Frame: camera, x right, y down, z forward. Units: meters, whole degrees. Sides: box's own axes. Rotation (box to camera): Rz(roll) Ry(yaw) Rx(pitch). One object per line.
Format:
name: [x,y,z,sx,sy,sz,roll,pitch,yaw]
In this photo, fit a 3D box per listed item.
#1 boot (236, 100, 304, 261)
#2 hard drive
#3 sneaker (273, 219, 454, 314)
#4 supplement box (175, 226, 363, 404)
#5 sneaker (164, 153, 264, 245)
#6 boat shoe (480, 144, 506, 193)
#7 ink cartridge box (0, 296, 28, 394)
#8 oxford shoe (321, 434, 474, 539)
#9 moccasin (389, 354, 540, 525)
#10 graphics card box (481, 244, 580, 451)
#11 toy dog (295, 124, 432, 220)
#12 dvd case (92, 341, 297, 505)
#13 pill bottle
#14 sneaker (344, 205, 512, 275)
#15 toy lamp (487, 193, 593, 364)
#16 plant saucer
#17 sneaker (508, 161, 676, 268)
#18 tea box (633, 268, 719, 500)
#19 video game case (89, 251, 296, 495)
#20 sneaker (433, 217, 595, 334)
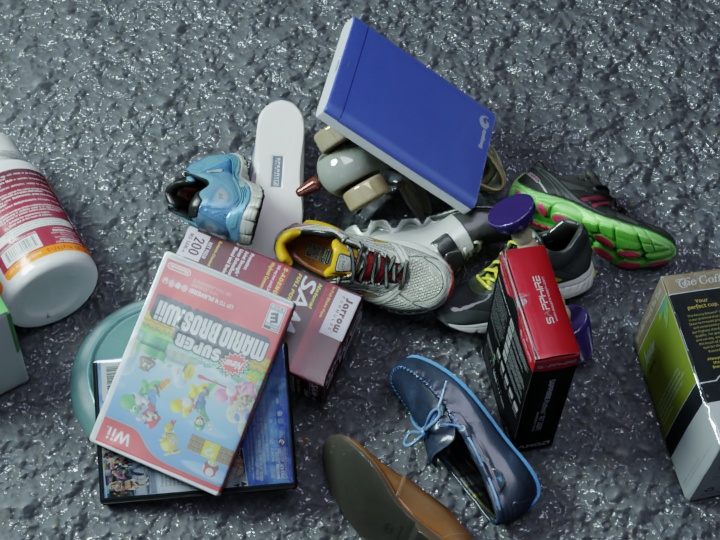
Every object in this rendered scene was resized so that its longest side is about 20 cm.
boot: [-0.094,-0.084,1.538,0.072,0.090,0.202,10,86,-2]
hard drive: [0.052,-0.165,1.465,0.199,0.025,0.133,31,54,-23]
sneaker: [0.000,0.000,1.434,0.198,0.082,0.079,12,95,12]
supplement box: [-0.107,0.045,1.416,0.198,0.061,0.110,21,68,7]
sneaker: [-0.166,-0.089,1.471,0.089,0.079,0.200,13,10,-21]
boat shoe: [0.084,-0.159,1.538,0.200,0.063,0.073,42,95,-20]
ink cartridge box: [-0.424,0.021,1.400,0.083,0.147,0.201,-26,64,-19]
oxford shoe: [0.039,0.234,1.354,0.200,0.072,0.071,44,36,23]
moccasin: [0.095,0.167,1.376,0.068,0.081,0.200,-30,62,-34]
graphics card box: [0.166,0.082,1.367,0.050,0.201,0.126,-9,57,-8]
toy dog: [-0.009,-0.109,1.517,0.096,0.200,0.133,-24,71,19]
dvd case: [-0.164,0.151,1.357,0.198,0.018,0.144,-6,82,5]
pill bottle: [-0.369,-0.047,1.468,0.109,0.110,0.201,-25,63,-18]
sneaker: [0.085,-0.014,1.502,0.198,0.074,0.089,-11,65,3]
toy lamp: [0.191,0.015,1.423,0.058,0.201,0.058,-23,29,13]
plant saucer: [-0.204,0.108,1.430,0.198,0.028,0.202,1,58,-2]
sneaker: [0.266,-0.069,1.542,0.199,0.077,0.084,26,63,11]
tea box: [0.411,0.107,1.405,0.198,0.134,0.198,-6,59,-8]
video game case: [-0.164,0.099,1.346,0.142,0.017,0.202,21,85,8]
sneaker: [0.163,-0.001,1.478,0.198,0.085,0.074,-22,38,-22]
